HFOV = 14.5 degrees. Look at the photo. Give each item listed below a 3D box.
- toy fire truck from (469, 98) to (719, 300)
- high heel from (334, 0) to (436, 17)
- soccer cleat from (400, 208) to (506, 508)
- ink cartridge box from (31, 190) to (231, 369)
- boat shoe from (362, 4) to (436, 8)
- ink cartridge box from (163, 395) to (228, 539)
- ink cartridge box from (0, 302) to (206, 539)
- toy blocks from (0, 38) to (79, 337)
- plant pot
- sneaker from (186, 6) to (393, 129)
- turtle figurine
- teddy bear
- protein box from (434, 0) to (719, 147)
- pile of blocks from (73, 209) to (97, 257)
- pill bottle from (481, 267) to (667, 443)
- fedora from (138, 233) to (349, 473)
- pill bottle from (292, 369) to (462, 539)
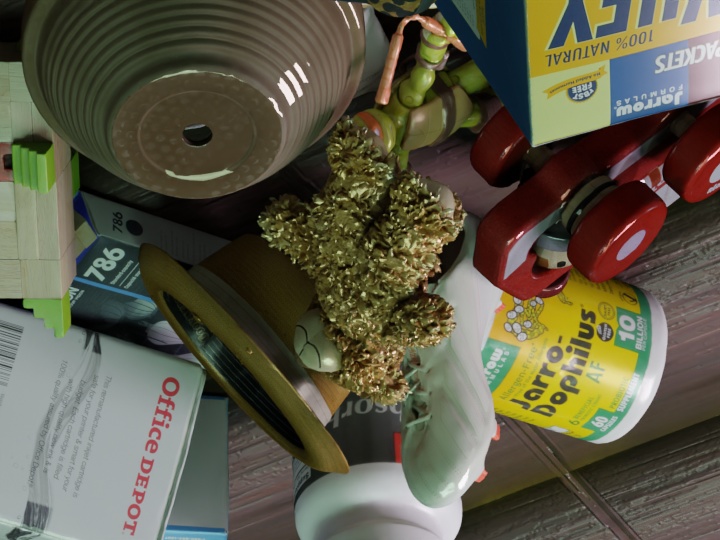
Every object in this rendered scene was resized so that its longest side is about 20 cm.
[{"bbox_3d":[0.151,-0.050,1.750,0.200,0.112,0.168,-39,159,-19],"label":"toy fire truck"},{"bbox_3d":[-0.009,-0.233,1.506,0.071,0.143,0.200,-25,106,-17],"label":"high heel"},{"bbox_3d":[0.048,0.051,1.762,0.069,0.200,0.078,-15,142,37],"label":"soccer cleat"},{"bbox_3d":[-0.147,0.007,1.901,0.200,0.039,0.099,19,136,-24],"label":"ink cartridge box"},{"bbox_3d":[0.019,-0.196,1.640,0.200,0.074,0.069,-11,146,10],"label":"boat shoe"},{"bbox_3d":[-0.171,0.195,2.057,0.128,0.125,0.200,4,139,-9],"label":"ink cartridge box"},{"bbox_3d":[-0.221,0.109,1.901,0.200,0.145,0.083,18,162,-10],"label":"ink cartridge box"},{"bbox_3d":[-0.249,-0.062,1.736,0.137,0.100,0.200,0,108,5],"label":"toy blocks"},{"bbox_3d":[-0.094,-0.108,1.617,0.201,0.093,0.201,-3,134,-3],"label":"plant pot"},{"bbox_3d":[-0.074,-0.109,1.737,0.200,0.075,0.100,-16,138,15],"label":"sneaker"},{"bbox_3d":[0.046,-0.093,1.730,0.161,0.064,0.200,-21,136,-34],"label":"turtle figurine"},{"bbox_3d":[0.000,0.000,1.678,0.145,0.067,0.200,45,142,4],"label":"teddy bear"},{"bbox_3d":[0.111,-0.210,1.481,0.135,0.200,0.199,-15,129,-12],"label":"protein box"},{"bbox_3d":[-0.264,-0.002,1.830,0.200,0.082,0.062,-3,152,15],"label":"pile of blocks"},{"bbox_3d":[0.096,0.039,1.898,0.200,0.113,0.113,19,136,-23],"label":"pill bottle"},{"bbox_3d":[-0.057,0.040,1.827,0.082,0.201,0.201,-43,138,-11],"label":"fedora"},{"bbox_3d":[0.011,0.136,1.941,0.116,0.200,0.116,-2,141,-2],"label":"pill bottle"}]
